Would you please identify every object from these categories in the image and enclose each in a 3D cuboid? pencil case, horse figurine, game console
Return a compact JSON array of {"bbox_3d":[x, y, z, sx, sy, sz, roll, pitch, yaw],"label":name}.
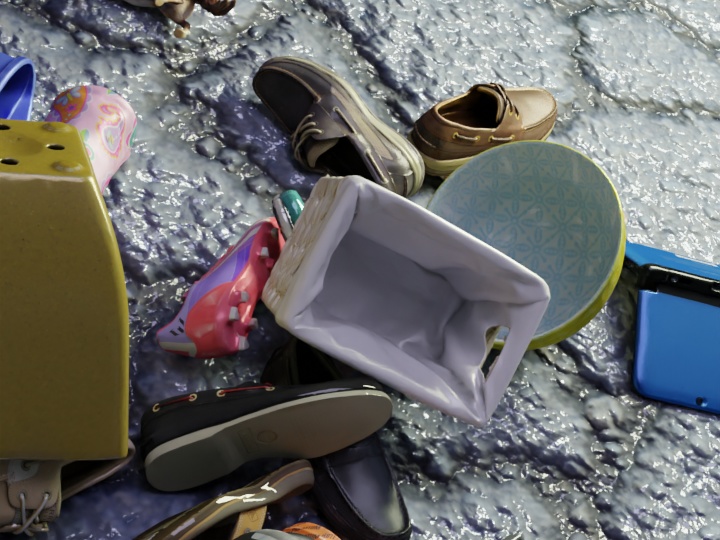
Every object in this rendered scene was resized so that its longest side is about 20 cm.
[{"bbox_3d":[-0.254,-0.073,1.445,0.087,0.088,0.201,23,41,-7],"label":"pencil case"},{"bbox_3d":[-0.220,-0.284,1.693,0.198,0.050,0.133,17,25,-2],"label":"horse figurine"},{"bbox_3d":[0.344,0.062,1.698,0.198,0.120,0.171,14,12,-17],"label":"game console"}]

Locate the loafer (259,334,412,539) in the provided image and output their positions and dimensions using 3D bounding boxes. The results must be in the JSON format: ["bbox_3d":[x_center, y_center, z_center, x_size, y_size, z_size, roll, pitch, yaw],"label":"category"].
[{"bbox_3d":[-0.018,0.139,1.374,0.068,0.071,0.201,-11,55,-36],"label":"loafer"}]

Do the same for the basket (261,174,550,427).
[{"bbox_3d":[0.031,0.021,1.387,0.199,0.137,0.123,28,-2,-18],"label":"basket"}]

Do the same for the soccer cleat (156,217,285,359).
[{"bbox_3d":[-0.112,0.011,1.460,0.076,0.067,0.201,-4,28,17],"label":"soccer cleat"}]

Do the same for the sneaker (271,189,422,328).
[{"bbox_3d":[0.000,0.000,1.480,0.200,0.080,0.078,46,9,-12],"label":"sneaker"}]

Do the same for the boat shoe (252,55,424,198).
[{"bbox_3d":[-0.029,-0.134,1.641,0.199,0.075,0.073,37,41,10],"label":"boat shoe"}]

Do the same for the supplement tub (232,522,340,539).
[{"bbox_3d":[-0.091,0.259,1.172,0.199,0.123,0.123,-25,63,-42],"label":"supplement tub"}]

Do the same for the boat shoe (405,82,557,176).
[{"bbox_3d":[0.133,-0.153,1.713,0.199,0.068,0.072,-19,59,-38],"label":"boat shoe"}]

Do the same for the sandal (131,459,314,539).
[{"bbox_3d":[-0.103,0.197,1.276,0.199,0.080,0.055,-19,83,-46],"label":"sandal"}]

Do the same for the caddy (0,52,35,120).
[{"bbox_3d":[-0.328,-0.094,1.370,0.104,0.142,0.201,23,55,2],"label":"caddy"}]

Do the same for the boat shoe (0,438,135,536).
[{"bbox_3d":[-0.244,0.156,1.232,0.065,0.072,0.199,40,36,15],"label":"boat shoe"}]

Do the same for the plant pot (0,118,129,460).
[{"bbox_3d":[-0.262,0.000,1.218,0.193,0.202,0.194,4,23,-18],"label":"plant pot"}]

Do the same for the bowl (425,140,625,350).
[{"bbox_3d":[0.160,-0.008,1.577,0.201,0.199,0.108,60,7,31],"label":"bowl"}]

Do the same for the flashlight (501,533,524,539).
[{"bbox_3d":[0.072,0.276,1.298,0.068,0.068,0.199,43,38,23],"label":"flashlight"}]

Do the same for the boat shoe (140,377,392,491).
[{"bbox_3d":[-0.075,0.114,1.323,0.199,0.074,0.063,-14,47,-3],"label":"boat shoe"}]

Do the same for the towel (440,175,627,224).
[{"bbox_3d":[0.167,-0.090,1.738,0.200,0.030,0.146,43,43,18],"label":"towel"}]
